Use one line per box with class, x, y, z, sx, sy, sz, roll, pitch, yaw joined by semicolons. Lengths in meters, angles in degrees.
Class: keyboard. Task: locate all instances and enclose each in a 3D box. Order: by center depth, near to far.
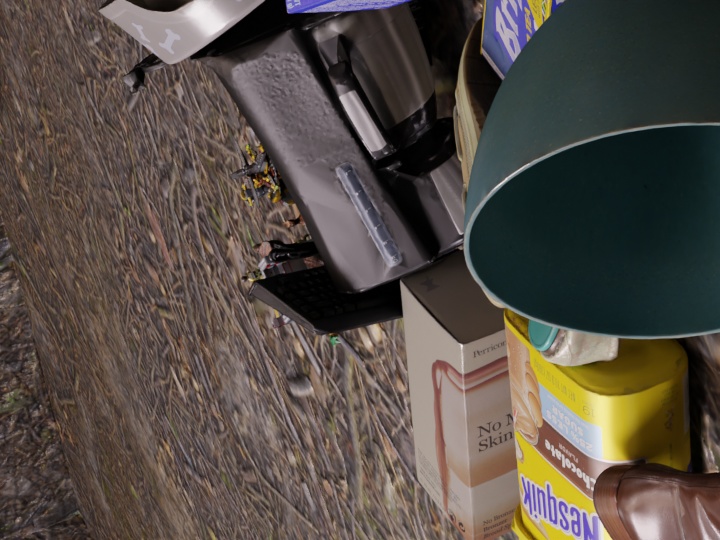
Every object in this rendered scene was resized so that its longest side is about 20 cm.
keyboard;0.000;0.000;1.426;0.127;0.200;0.021;29;117;36

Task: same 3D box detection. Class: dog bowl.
dog bowl;-0.074;-0.209;1.264;0.059;0.200;0.200;50;166;-12

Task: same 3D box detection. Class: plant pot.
plant pot;0.148;-0.071;0.971;0.200;0.200;0.135;102;169;-59

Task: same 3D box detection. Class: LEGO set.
LEGO set;-0.066;-0.024;1.723;0.200;0.116;0.154;69;162;0

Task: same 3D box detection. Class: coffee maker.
coffee maker;-0.021;-0.097;1.356;0.192;0.135;0.200;-10;119;35

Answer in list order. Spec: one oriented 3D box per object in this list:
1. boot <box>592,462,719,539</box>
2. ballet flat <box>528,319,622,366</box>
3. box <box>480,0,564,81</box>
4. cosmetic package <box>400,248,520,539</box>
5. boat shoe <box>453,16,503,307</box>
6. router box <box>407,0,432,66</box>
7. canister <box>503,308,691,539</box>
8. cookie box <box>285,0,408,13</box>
boot;0.247;0.181;1.136;0.186;0.064;0.200;48;152;-21
ballet flat;0.153;-0.032;1.160;0.067;0.062;0.200;-106;28;-55
box;0.115;-0.181;1.105;0.070;0.064;0.200;57;159;34
cosmetic package;0.096;0.085;1.401;0.087;0.103;0.200;48;155;45
boat shoe;0.089;-0.072;1.191;0.063;0.073;0.201;117;155;-47
router box;-0.024;-0.241;1.447;0.200;0.062;0.150;45;150;52
canister;0.157;0.120;1.288;0.149;0.086;0.200;45;149;52
cookie box;0.023;-0.238;1.057;0.200;0.075;0.172;-7;92;59
